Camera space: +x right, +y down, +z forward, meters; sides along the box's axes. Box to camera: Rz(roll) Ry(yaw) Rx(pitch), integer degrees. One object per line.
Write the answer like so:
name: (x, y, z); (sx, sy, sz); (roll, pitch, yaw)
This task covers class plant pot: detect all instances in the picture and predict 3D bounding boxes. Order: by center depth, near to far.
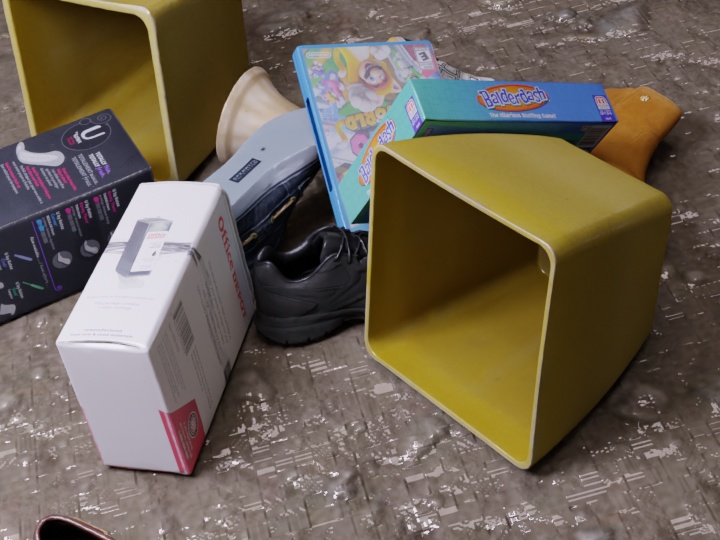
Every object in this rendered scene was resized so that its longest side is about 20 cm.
plant pot: (0.134, -0.001, 1.126); (0.176, 0.201, 0.200); (-23, 40, -34)
plant pot: (-0.219, -0.231, 1.465); (0.194, 0.196, 0.200); (16, 38, 28)

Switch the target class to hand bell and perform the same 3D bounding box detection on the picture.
hand bell: (-0.031, -0.120, 1.384); (0.199, 0.105, 0.104); (22, 48, 17)

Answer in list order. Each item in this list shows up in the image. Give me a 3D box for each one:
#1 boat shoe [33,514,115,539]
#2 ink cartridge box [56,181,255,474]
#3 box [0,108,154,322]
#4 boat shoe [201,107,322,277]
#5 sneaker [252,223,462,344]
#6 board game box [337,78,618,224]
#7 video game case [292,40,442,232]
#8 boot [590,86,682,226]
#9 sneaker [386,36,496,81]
boat shoe: (-0.162, 0.240, 0.991); (0.199, 0.071, 0.070); (24, 50, 32)
ink cartridge box: (-0.161, 0.043, 1.159); (0.084, 0.147, 0.201); (3, 42, 16)
box: (-0.297, -0.051, 1.327); (0.199, 0.107, 0.122); (-23, 44, -16)
boat shoe: (-0.084, -0.071, 1.317); (0.071, 0.091, 0.200); (24, 53, 37)
sneaker: (0.000, 0.000, 1.219); (0.198, 0.091, 0.076); (-16, 38, -8)
board game box: (0.099, -0.101, 1.214); (0.198, 0.152, 0.045); (-3, 60, -31)
video game case: (0.026, -0.122, 1.305); (0.142, 0.018, 0.202); (-6, 68, -24)
boot: (0.253, -0.111, 1.306); (0.144, 0.071, 0.201); (-33, 40, -21)
sneaker: (0.094, -0.171, 1.419); (0.087, 0.076, 0.200); (-19, 50, -20)
